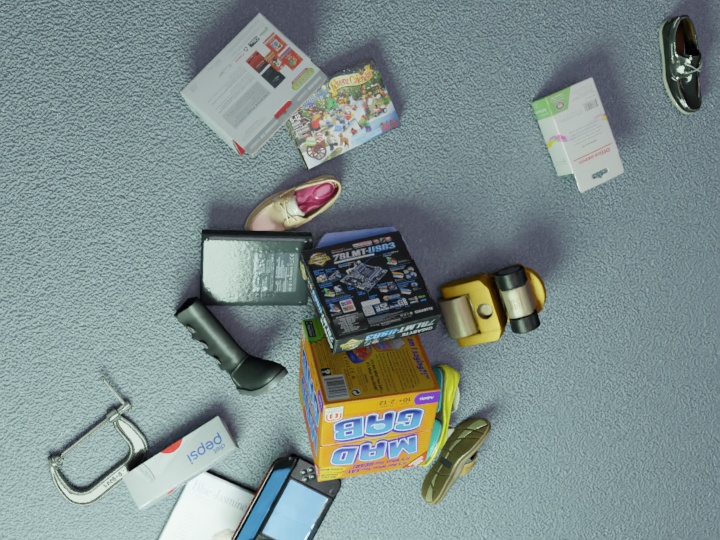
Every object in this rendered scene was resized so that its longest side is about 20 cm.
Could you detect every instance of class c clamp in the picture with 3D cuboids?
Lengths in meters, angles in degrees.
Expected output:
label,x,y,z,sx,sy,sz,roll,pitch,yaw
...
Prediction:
label,x,y,z,sx,sy,sz,roll,pitch,yaw
c clamp,-0.475,0.315,1.350,0.200,0.027,0.171,-44,107,-9

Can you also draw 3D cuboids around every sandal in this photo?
label,x,y,z,sx,sy,sz,roll,pitch,yaw
sandal,0.195,0.379,1.495,0.054,0.080,0.201,35,87,-29

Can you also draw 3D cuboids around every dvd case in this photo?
label,x,y,z,sx,sy,sz,roll,pitch,yaw
dvd case,-0.290,0.482,1.407,0.142,0.018,0.202,27,87,-13

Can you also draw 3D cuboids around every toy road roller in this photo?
label,x,y,z,sx,sy,sz,roll,pitch,yaw
toy road roller,0.264,0.058,1.480,0.198,0.146,0.124,-15,100,25

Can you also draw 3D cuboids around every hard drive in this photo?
label,x,y,z,sx,sy,sz,roll,pitch,yaw
hard drive,-0.191,-0.003,1.370,0.198,0.033,0.141,1,114,-14

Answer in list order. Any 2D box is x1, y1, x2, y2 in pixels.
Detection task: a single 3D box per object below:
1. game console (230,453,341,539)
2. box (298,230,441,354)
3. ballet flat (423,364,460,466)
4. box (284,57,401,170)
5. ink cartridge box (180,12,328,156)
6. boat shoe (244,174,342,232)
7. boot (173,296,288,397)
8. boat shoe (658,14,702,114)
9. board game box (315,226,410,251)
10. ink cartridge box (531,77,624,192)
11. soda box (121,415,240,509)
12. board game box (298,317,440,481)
label,x,y,z,sx,sy,sz,roll,pitch,yaw
game console,-0.139,0.455,1.392,0.171,0.119,0.201,30,87,-14
box,0.013,0.033,1.325,0.198,0.050,0.200,-13,54,-19
ballet flat,0.159,0.287,1.486,0.067,0.067,0.202,11,89,-35
box,-0.040,-0.291,1.406,0.199,0.038,0.138,-27,100,-11
ink cartridge box,-0.178,-0.310,1.319,0.175,0.084,0.200,43,84,9
boat shoe,-0.121,-0.118,1.381,0.199,0.069,0.074,-33,101,-9
boot,-0.232,0.127,1.330,0.066,0.164,0.201,-43,103,-36
boat shoe,0.670,-0.424,1.559,0.071,0.068,0.202,-17,99,-14
board game box,0.000,0.000,1.437,0.198,0.039,0.160,-7,100,-12
ink cartridge box,0.436,-0.267,1.510,0.116,0.067,0.202,-24,98,-12
soda box,-0.321,0.345,1.358,0.199,0.064,0.069,-31,77,-9
board game box,0.006,0.216,1.331,0.197,0.201,0.201,-5,130,-13
